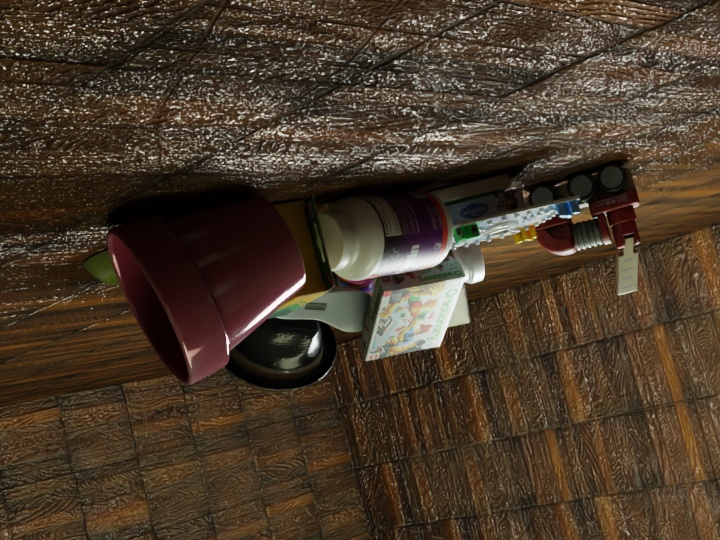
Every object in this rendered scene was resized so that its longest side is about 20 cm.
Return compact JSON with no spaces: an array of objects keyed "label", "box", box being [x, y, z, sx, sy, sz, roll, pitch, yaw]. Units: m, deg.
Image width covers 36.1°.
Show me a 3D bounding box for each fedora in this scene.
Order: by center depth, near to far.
[{"label":"fedora","box":[-0.131,0.089,1.707,0.200,0.201,0.092,-12,142,-20]}]

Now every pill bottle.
[{"label":"pill bottle","box":[0.024,-0.048,1.497,0.200,0.113,0.112,-10,172,-43]},{"label":"pill bottle","box":[0.118,-0.005,2.031,0.200,0.116,0.116,-14,173,-9]}]

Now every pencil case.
[{"label":"pencil case","box":[0.000,0.000,1.736,0.088,0.089,0.200,-14,168,-1]}]

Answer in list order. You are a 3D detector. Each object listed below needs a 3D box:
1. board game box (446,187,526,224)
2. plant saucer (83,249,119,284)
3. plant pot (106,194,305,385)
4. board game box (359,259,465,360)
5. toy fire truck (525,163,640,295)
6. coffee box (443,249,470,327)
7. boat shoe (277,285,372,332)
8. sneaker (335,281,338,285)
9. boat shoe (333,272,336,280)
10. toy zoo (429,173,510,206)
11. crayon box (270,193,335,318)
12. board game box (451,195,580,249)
[{"label":"board game box","box":[0.139,-0.067,1.708,0.200,0.041,0.200,-14,174,-5]},{"label":"plant saucer","box":[-0.275,-0.014,1.511,0.200,0.031,0.200,-13,173,-2]},{"label":"plant pot","box":[-0.172,0.005,1.294,0.179,0.200,0.200,-29,179,-21]},{"label":"board game box","box":[0.074,0.062,1.648,0.126,0.035,0.200,-11,148,-15]},{"label":"toy fire truck","box":[0.380,-0.054,1.812,0.176,0.200,0.129,-16,172,14]},{"label":"coffee box","box":[0.103,0.011,1.818,0.113,0.080,0.200,-12,-147,0]},{"label":"boat shoe","box":[-0.063,0.045,1.666,0.200,0.070,0.066,5,-156,-29]},{"label":"sneaker","box":[-0.130,0.040,1.877,0.200,0.077,0.076,10,180,14]},{"label":"boat shoe","box":[-0.027,-0.013,1.874,0.072,0.065,0.200,-16,172,25]},{"label":"toy zoo","box":[0.143,-0.102,1.695,0.131,0.021,0.200,-13,173,-8]},{"label":"crayon box","box":[-0.102,-0.015,1.466,0.051,0.127,0.200,-11,171,-25]},{"label":"board game box","box":[0.204,-0.056,1.649,0.200,0.026,0.200,-14,173,-15]}]
